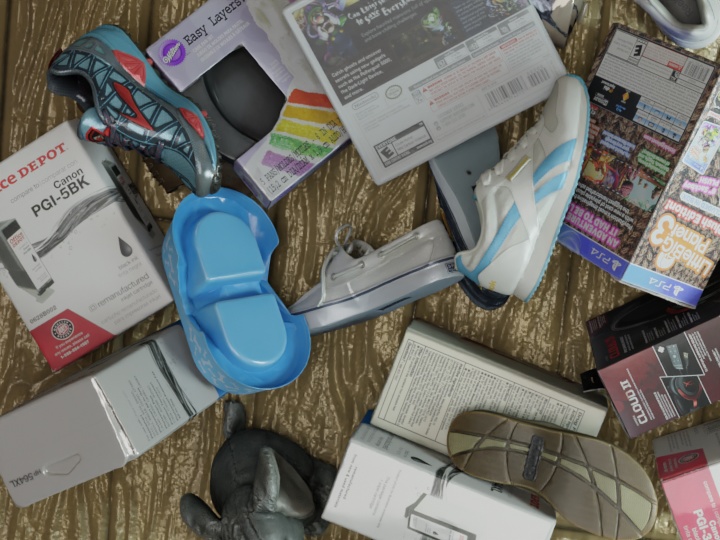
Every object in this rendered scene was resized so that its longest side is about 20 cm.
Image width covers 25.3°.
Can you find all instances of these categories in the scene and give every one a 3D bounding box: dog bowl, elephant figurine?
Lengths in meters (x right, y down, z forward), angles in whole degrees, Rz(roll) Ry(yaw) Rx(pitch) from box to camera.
[{"bbox_3d":[-0.120,0.023,1.484,0.050,0.111,0.201,-37,68,50],"label":"dog bowl"},{"bbox_3d":[-0.093,0.227,1.486,0.155,0.200,0.142,19,99,6],"label":"elephant figurine"}]

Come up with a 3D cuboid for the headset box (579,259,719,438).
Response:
[{"bbox_3d":[0.291,0.065,1.436,0.200,0.149,0.075,-25,102,11],"label":"headset box"}]

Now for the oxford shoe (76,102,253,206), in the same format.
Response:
[{"bbox_3d":[-0.188,-0.119,1.524,0.200,0.073,0.085,26,101,4],"label":"oxford shoe"}]

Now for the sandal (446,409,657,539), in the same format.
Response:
[{"bbox_3d":[0.174,0.176,1.432,0.199,0.054,0.081,19,94,21],"label":"sandal"}]

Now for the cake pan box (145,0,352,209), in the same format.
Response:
[{"bbox_3d":[-0.074,-0.184,1.481,0.200,0.052,0.184,-39,88,-10],"label":"cake pan box"}]

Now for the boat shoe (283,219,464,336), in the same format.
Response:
[{"bbox_3d":[-0.002,0.000,1.501,0.202,0.075,0.086,-24,77,32],"label":"boat shoe"}]

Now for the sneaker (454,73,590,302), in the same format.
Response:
[{"bbox_3d":[0.144,-0.078,1.386,0.081,0.077,0.201,19,89,2],"label":"sneaker"}]

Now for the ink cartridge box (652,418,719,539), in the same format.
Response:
[{"bbox_3d":[0.372,0.175,1.442,0.199,0.147,0.083,-20,95,10],"label":"ink cartridge box"}]

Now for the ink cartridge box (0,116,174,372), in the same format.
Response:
[{"bbox_3d":[-0.278,-0.027,1.541,0.147,0.083,0.200,-31,92,11],"label":"ink cartridge box"}]

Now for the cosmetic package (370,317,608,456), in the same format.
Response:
[{"bbox_3d":[0.122,0.129,1.502,0.199,0.087,0.104,23,98,6],"label":"cosmetic package"}]

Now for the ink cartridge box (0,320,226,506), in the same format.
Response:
[{"bbox_3d":[-0.227,0.125,1.471,0.146,0.200,0.085,-25,93,26],"label":"ink cartridge box"}]

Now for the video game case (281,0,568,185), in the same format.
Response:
[{"bbox_3d":[0.059,-0.199,1.423,0.200,0.023,0.182,-27,102,13],"label":"video game case"}]

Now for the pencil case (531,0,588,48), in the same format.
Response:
[{"bbox_3d":[0.109,-0.255,1.460,0.199,0.089,0.078,10,102,5],"label":"pencil case"}]

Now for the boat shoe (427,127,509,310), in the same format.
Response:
[{"bbox_3d":[0.098,-0.063,1.494,0.071,0.091,0.201,-10,67,-15],"label":"boat shoe"}]

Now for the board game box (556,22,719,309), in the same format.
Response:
[{"bbox_3d":[0.258,-0.094,1.409,0.097,0.159,0.201,18,102,-33],"label":"board game box"}]

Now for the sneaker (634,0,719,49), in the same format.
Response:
[{"bbox_3d":[0.250,-0.280,1.436,0.200,0.087,0.075,39,101,3],"label":"sneaker"}]

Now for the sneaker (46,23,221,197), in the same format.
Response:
[{"bbox_3d":[-0.205,-0.127,1.428,0.095,0.079,0.200,-33,67,-30],"label":"sneaker"}]

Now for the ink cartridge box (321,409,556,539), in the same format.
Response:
[{"bbox_3d":[0.078,0.215,1.489,0.199,0.146,0.085,21,97,4],"label":"ink cartridge box"}]
